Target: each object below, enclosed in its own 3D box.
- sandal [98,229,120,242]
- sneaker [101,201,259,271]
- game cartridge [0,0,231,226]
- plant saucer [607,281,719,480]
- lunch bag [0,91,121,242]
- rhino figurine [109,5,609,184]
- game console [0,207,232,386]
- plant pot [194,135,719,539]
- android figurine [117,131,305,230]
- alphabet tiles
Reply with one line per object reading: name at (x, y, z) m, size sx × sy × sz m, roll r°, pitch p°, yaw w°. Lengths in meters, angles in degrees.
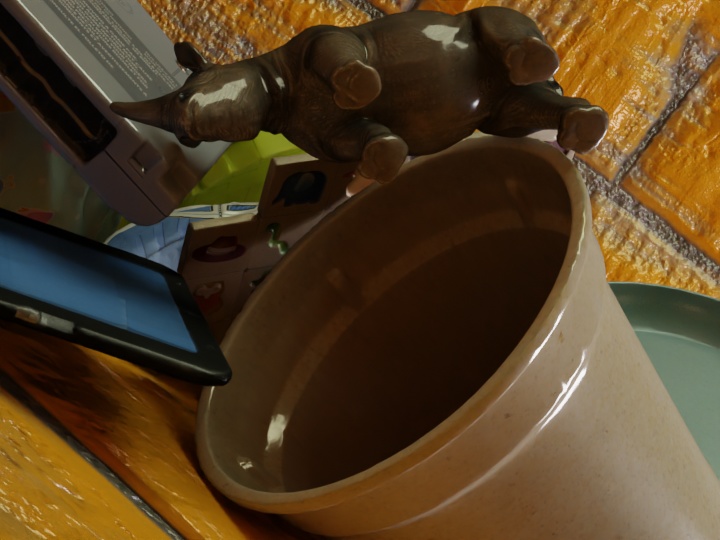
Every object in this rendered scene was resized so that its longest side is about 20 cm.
sandal at (-0.060, 0.007, 1.131) m, size 0.211 × 0.077 × 0.070 m, roll 25°, pitch 40°, yaw -38°
sneaker at (-0.046, -0.008, 1.036) m, size 0.077 × 0.199 × 0.076 m, roll -29°, pitch -103°, yaw 53°
game cartridge at (-0.137, -0.113, 0.906) m, size 0.200 × 0.040 × 0.133 m, roll 48°, pitch 20°, yaw -6°
plant saucer at (0.165, 0.073, 1.083) m, size 0.198 × 0.028 × 0.201 m, roll 8°, pitch 32°, yaw -5°
lunch bag at (-0.210, -0.111, 1.022) m, size 0.199 × 0.122 × 0.171 m, roll 23°, pitch 19°, yaw -42°
rhino figurine at (-0.004, -0.072, 0.858) m, size 0.198 × 0.060 × 0.088 m, roll -6°, pitch 21°, yaw -13°
game console at (-0.134, -0.046, 0.825) m, size 0.200 × 0.115 × 0.178 m, roll -136°, pitch -147°, yaw -74°
plant pot at (0.061, 0.076, 0.907) m, size 0.184 × 0.200 × 0.200 m, roll 48°, pitch -3°, yaw -28°
android figurine at (-0.065, -0.041, 1.146) m, size 0.041 × 0.181 × 0.200 m, roll 63°, pitch -22°, yaw 19°
alphabet tiles at (0.000, 0.000, 1.001) m, size 0.198 × 0.168 × 0.008 m, roll -9°, pitch 50°, yaw -26°
